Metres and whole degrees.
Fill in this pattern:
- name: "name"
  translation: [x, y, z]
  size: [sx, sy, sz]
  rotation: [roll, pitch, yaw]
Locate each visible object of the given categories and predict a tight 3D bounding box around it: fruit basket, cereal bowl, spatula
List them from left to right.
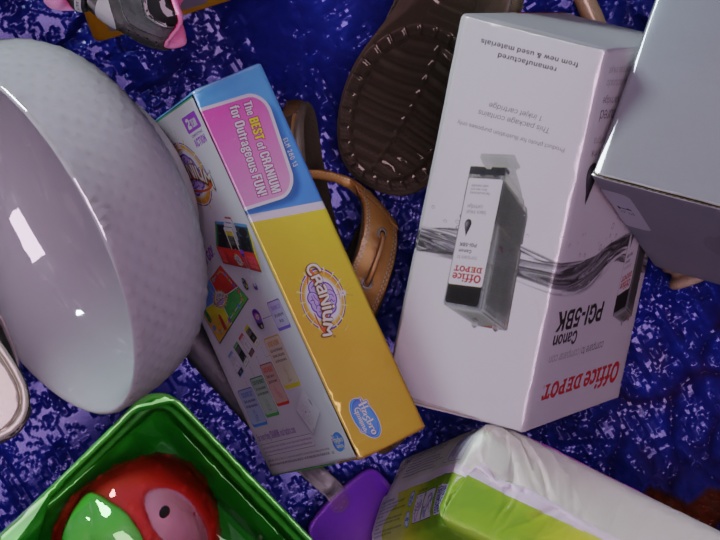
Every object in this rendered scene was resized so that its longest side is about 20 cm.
- name: "cereal bowl"
  translation: [-0.142, -0.032, 1.411]
  size: [0.083, 0.200, 0.200]
  rotation: [-30, 98, -27]
- name: "fruit basket"
  translation: [-0.090, 0.183, 1.422]
  size: [0.155, 0.216, 0.216]
  rotation: [-44, 97, 1]
- name: "spatula"
  translation: [-0.041, 0.094, 1.504]
  size: [0.057, 0.021, 0.200]
  rotation: [-43, 94, -15]

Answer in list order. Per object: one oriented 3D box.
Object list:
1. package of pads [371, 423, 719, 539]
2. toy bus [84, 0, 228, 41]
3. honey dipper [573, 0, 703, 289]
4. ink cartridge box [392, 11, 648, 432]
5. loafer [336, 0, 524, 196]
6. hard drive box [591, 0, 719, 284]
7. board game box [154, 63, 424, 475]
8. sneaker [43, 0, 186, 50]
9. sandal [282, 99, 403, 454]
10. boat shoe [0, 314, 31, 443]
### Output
- name: "package of pads"
  translation: [0.116, 0.154, 1.456]
  size: [0.200, 0.154, 0.068]
  rotation: [27, 73, -9]
- name: "toy bus"
  translation: [-0.058, -0.190, 1.442]
  size: [0.200, 0.078, 0.065]
  rotation: [-18, 60, -2]
- name: "honey dipper"
  translation: [0.149, -0.088, 1.496]
  size: [0.038, 0.038, 0.200]
  rotation: [-22, 94, -2]
- name: "ink cartridge box"
  translation: [0.095, -0.028, 1.423]
  size: [0.083, 0.147, 0.201]
  rotation: [16, 102, 23]
- name: "loafer"
  translation: [0.051, -0.130, 1.461]
  size: [0.076, 0.068, 0.200]
  rotation: [31, 114, 11]
- name: "hard drive box"
  translation: [0.201, -0.106, 1.409]
  size: [0.077, 0.156, 0.200]
  rotation: [16, 78, 22]
- name: "board game box"
  translation: [-0.049, 0.004, 1.420]
  size: [0.040, 0.153, 0.200]
  rotation: [-25, 92, -20]
- name: "sneaker"
  translation: [-0.070, -0.191, 1.364]
  size: [0.095, 0.079, 0.200]
  rotation: [32, 77, 15]
- name: "sandal"
  translation: [0.000, 0.000, 1.470]
  size: [0.054, 0.080, 0.200]
  rotation: [-16, 103, 8]
- name: "boat shoe"
  translation: [-0.231, 0.000, 1.429]
  size: [0.067, 0.057, 0.200]
  rotation: [-26, 93, -7]
